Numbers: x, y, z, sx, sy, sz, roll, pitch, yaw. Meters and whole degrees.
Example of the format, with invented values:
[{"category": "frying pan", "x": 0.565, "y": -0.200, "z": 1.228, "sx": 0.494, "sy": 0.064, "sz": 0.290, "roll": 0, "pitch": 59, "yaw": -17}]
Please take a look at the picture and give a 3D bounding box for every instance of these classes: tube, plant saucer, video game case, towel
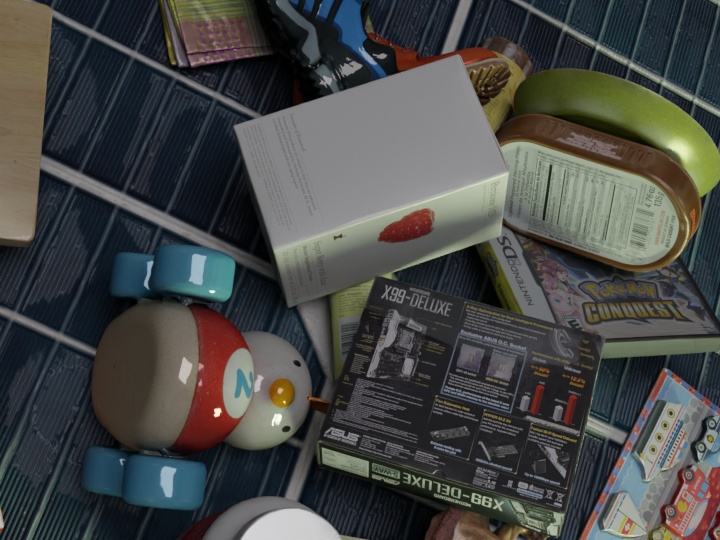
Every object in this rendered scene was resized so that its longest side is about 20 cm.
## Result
[{"category": "tube", "x": 0.000, "y": 0.000, "z": 1.111, "sx": 0.058, "sy": 0.051, "sz": 0.203, "roll": 19, "pitch": 61, "yaw": -47}, {"category": "plant saucer", "x": 0.223, "y": -0.107, "z": 1.135, "sx": 0.198, "sy": 0.200, "sz": 0.031, "roll": 31, "pitch": 72, "yaw": -10}, {"category": "video game case", "x": 0.210, "y": 0.003, "z": 1.151, "sx": 0.197, "sy": 0.026, "sz": 0.182, "roll": -2, "pitch": 46, "yaw": -21}, {"category": "towel", "x": -0.095, "y": -0.262, "z": 1.162, "sx": 0.197, "sy": 0.023, "sz": 0.146, "roll": -12, "pitch": 79, "yaw": -24}]

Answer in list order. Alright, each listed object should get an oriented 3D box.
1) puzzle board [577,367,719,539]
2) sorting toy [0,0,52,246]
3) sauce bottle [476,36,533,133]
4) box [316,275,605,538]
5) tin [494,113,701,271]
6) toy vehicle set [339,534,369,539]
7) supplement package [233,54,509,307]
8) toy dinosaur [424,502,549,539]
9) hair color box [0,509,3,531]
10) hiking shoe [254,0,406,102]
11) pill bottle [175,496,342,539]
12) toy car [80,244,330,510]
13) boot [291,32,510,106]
[{"category": "puzzle board", "x": 0.301, "y": 0.213, "z": 1.176, "sx": 0.150, "sy": 0.017, "sz": 0.201, "roll": 37, "pitch": 65, "yaw": -8}, {"category": "sorting toy", "x": -0.353, "y": -0.119, "z": 0.998, "sx": 0.197, "sy": 0.070, "sz": 0.202, "roll": 6, "pitch": 73, "yaw": -18}, {"category": "sauce bottle", "x": 0.094, "y": -0.124, "z": 1.171, "sx": 0.064, "sy": 0.065, "sz": 0.201, "roll": 34, "pitch": 68, "yaw": -8}, {"category": "box", "x": 0.081, "y": 0.103, "z": 1.001, "sx": 0.197, "sy": 0.050, "sz": 0.159, "roll": 14, "pitch": 59, "yaw": 10}, {"category": "tin", "x": 0.196, "y": -0.067, "z": 1.103, "sx": 0.198, "sy": 0.113, "sz": 0.042, "roll": 20, "pitch": 39, "yaw": 21}, {"category": "toy vehicle set", "x": 0.043, "y": 0.292, "z": 1.030, "sx": 0.198, "sy": 0.026, "sz": 0.126, "roll": 16, "pitch": 70, "yaw": -28}, {"category": "supplement package", "x": 0.010, "y": -0.072, "z": 1.051, "sx": 0.197, "sy": 0.122, "sz": 0.121, "roll": -19, "pitch": 66, "yaw": -5}, {"category": "toy dinosaur", "x": 0.068, "y": 0.238, "z": 0.986, "sx": 0.134, "sy": 0.085, "sz": 0.203, "roll": 23, "pitch": 71, "yaw": -29}, {"category": "hair color box", "x": -0.343, "y": 0.110, "z": 0.940, "sx": 0.109, "sy": 0.064, "sz": 0.203, "roll": -13, "pitch": 81, "yaw": -22}, {"category": "hiking shoe", "x": -0.037, "y": -0.222, "z": 1.102, "sx": 0.086, "sy": 0.075, "sz": 0.202, "roll": -22, "pitch": 68, "yaw": -12}, {"category": "pill bottle", "x": -0.077, "y": 0.227, "z": 0.929, "sx": 0.111, "sy": 0.200, "sz": 0.114, "roll": 6, "pitch": 72, "yaw": -18}, {"category": "toy car", "x": -0.096, "y": 0.091, "z": 0.990, "sx": 0.198, "sy": 0.176, "sz": 0.187, "roll": 11, "pitch": 81, "yaw": -30}, {"category": "boot", "x": 0.031, "y": -0.179, "z": 1.128, "sx": 0.197, "sy": 0.075, "sz": 0.109, "roll": -13, "pitch": 66, "yaw": 5}]
